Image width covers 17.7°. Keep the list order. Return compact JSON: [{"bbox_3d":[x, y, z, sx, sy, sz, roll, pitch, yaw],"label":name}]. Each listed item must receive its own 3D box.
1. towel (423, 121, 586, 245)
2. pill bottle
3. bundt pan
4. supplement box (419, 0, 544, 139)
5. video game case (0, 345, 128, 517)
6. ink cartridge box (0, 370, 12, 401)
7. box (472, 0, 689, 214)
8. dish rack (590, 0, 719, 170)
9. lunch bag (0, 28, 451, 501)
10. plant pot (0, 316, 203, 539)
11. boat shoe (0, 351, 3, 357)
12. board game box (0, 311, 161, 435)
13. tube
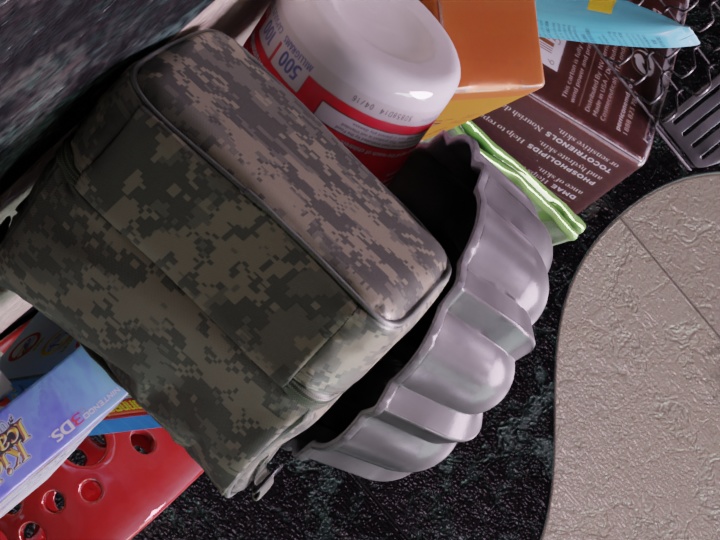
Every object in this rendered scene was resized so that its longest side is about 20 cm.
[{"bbox_3d":[0.041,-0.043,1.630,0.199,0.149,0.031,-17,-136,47],"label":"towel"},{"bbox_3d":[-0.039,-0.066,1.298,0.200,0.112,0.112,-54,173,30],"label":"pill bottle"},{"bbox_3d":[0.034,0.028,1.279,0.202,0.075,0.203,-46,-154,31],"label":"bundt pan"},{"bbox_3d":[0.042,-0.121,1.396,0.066,0.069,0.200,-5,173,-20],"label":"supplement box"},{"bbox_3d":[-0.248,0.142,1.397,0.200,0.046,0.181,-40,180,-33],"label":"video game case"},{"bbox_3d":[-0.306,0.117,1.385,0.200,0.068,0.115,-42,178,42],"label":"ink cartridge box"},{"bbox_3d":[0.102,-0.136,1.644,0.200,0.163,0.167,-40,-154,54],"label":"box"},{"bbox_3d":[0.220,-0.168,1.516,0.153,0.200,0.055,-38,-167,11],"label":"dish rack"},{"bbox_3d":[-0.080,0.000,1.177,0.168,0.200,0.139,-47,179,23],"label":"lunch bag"},{"bbox_3d":[-0.243,0.145,1.821,0.200,0.183,0.200,-41,179,-1],"label":"plant pot"},{"bbox_3d":[-0.308,0.125,1.606,0.061,0.072,0.201,-46,179,37],"label":"boat shoe"},{"bbox_3d":[-0.125,0.017,1.496,0.195,0.056,0.200,-11,-145,50],"label":"board game box"},{"bbox_3d":[0.113,-0.167,1.453,0.077,0.198,0.051,-12,115,-75],"label":"tube"}]
